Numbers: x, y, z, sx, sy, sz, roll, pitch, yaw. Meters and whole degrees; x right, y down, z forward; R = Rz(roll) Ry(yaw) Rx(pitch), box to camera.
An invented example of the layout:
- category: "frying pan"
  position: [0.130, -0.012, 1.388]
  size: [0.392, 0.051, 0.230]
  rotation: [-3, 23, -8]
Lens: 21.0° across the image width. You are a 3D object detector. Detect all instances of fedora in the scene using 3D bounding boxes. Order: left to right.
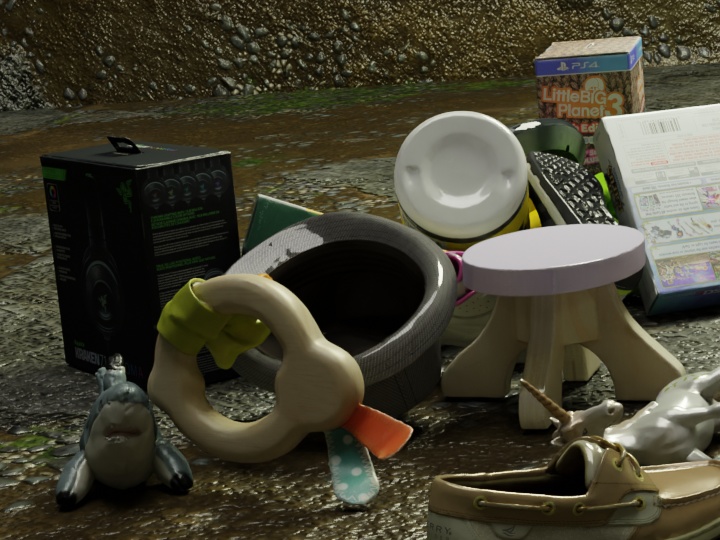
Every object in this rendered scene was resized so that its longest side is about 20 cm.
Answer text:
- category: "fedora"
  position: [-0.010, 0.049, 1.429]
  size: [0.177, 0.090, 0.200]
  rotation: [-37, 38, -21]

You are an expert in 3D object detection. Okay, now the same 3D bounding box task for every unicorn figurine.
- category: "unicorn figurine"
  position: [0.209, 0.096, 1.255]
  size: [0.137, 0.074, 0.200]
  rotation: [-10, -6, 27]

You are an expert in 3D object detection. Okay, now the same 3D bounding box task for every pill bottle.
- category: "pill bottle"
  position: [0.092, -0.048, 1.697]
  size: [0.114, 0.115, 0.200]
  rotation: [-4, -21, 4]

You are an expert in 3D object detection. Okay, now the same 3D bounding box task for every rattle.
- category: "rattle"
  position: [-0.033, 0.078, 1.305]
  size: [0.200, 0.130, 0.143]
  rotation: [17, -5, 22]

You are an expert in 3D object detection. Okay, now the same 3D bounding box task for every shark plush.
- category: "shark plush"
  position: [-0.159, 0.097, 1.347]
  size: [0.091, 0.084, 0.200]
  rotation: [-5, 11, 2]

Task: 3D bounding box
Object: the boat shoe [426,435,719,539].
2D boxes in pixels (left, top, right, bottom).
- category: "boat shoe"
  position: [0.130, 0.129, 1.099]
  size: [0.200, 0.067, 0.074]
  rotation: [-10, 12, -23]

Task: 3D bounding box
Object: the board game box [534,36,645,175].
- category: "board game box"
  position: [0.245, -0.135, 2.022]
  size: [0.097, 0.201, 0.159]
  rotation: [-3, 12, 13]

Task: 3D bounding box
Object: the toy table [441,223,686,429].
- category: "toy table"
  position: [0.144, 0.037, 1.422]
  size: [0.183, 0.117, 0.200]
  rotation: [2, 12, 32]

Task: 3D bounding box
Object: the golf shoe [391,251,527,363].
- category: "golf shoe"
  position: [0.099, 0.025, 1.522]
  size: [0.199, 0.075, 0.092]
  rotation: [0, -28, -13]

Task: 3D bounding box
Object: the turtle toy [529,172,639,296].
- category: "turtle toy"
  position: [0.229, -0.038, 1.794]
  size: [0.146, 0.101, 0.200]
  rotation: [-27, 10, 11]

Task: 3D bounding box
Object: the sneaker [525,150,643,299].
- category: "sneaker"
  position: [0.176, -0.027, 1.687]
  size: [0.072, 0.083, 0.200]
  rotation: [13, 32, -26]

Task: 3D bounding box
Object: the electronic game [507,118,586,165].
- category: "electronic game"
  position: [0.133, -0.072, 1.873]
  size: [0.200, 0.200, 0.042]
  rotation: [-14, 55, -36]

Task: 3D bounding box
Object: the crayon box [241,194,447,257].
- category: "crayon box"
  position: [0.000, 0.000, 1.629]
  size: [0.200, 0.052, 0.126]
  rotation: [16, -12, -2]

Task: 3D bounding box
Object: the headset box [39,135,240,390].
- category: "headset box"
  position: [-0.181, -0.015, 1.621]
  size: [0.093, 0.201, 0.174]
  rotation: [-13, 14, -34]

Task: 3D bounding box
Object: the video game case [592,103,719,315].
- category: "video game case"
  position: [0.324, -0.060, 1.709]
  size: [0.199, 0.182, 0.045]
  rotation: [-7, -28, -12]
